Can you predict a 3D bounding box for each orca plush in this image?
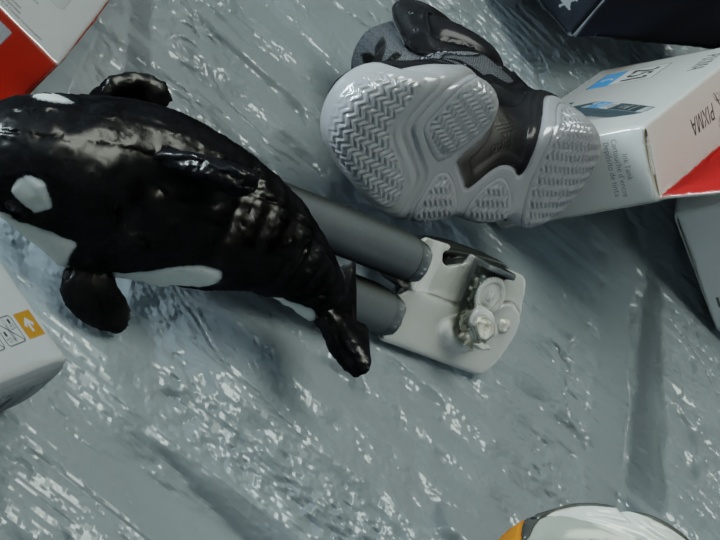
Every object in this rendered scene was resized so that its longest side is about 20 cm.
[{"bbox_3d":[-0.063,-0.017,1.118,0.200,0.071,0.106,40,64,-26],"label":"orca plush"}]

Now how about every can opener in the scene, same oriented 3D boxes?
[{"bbox_3d":[0.000,0.000,1.261,0.200,0.053,0.066,20,7,-45],"label":"can opener"}]

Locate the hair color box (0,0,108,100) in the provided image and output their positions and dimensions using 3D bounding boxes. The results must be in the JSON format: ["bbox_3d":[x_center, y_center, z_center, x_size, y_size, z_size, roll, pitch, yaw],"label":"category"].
[{"bbox_3d":[-0.154,-0.149,1.189,0.111,0.064,0.200,45,31,-11],"label":"hair color box"}]

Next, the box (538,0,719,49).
[{"bbox_3d":[0.149,-0.239,1.628,0.200,0.123,0.198,51,28,22],"label":"box"}]

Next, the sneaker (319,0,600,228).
[{"bbox_3d":[0.023,-0.079,1.323,0.114,0.076,0.200,40,17,32],"label":"sneaker"}]

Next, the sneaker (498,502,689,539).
[{"bbox_3d":[0.136,0.183,1.209,0.200,0.076,0.092,39,35,-18],"label":"sneaker"}]

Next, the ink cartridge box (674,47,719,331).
[{"bbox_3d":[0.263,-0.062,1.571,0.200,0.144,0.085,-73,144,-56],"label":"ink cartridge box"}]

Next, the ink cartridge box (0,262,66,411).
[{"bbox_3d":[-0.220,-0.018,0.969,0.200,0.047,0.197,53,30,8],"label":"ink cartridge box"}]

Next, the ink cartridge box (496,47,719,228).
[{"bbox_3d":[0.180,-0.078,1.462,0.200,0.175,0.045,-36,115,-61],"label":"ink cartridge box"}]
